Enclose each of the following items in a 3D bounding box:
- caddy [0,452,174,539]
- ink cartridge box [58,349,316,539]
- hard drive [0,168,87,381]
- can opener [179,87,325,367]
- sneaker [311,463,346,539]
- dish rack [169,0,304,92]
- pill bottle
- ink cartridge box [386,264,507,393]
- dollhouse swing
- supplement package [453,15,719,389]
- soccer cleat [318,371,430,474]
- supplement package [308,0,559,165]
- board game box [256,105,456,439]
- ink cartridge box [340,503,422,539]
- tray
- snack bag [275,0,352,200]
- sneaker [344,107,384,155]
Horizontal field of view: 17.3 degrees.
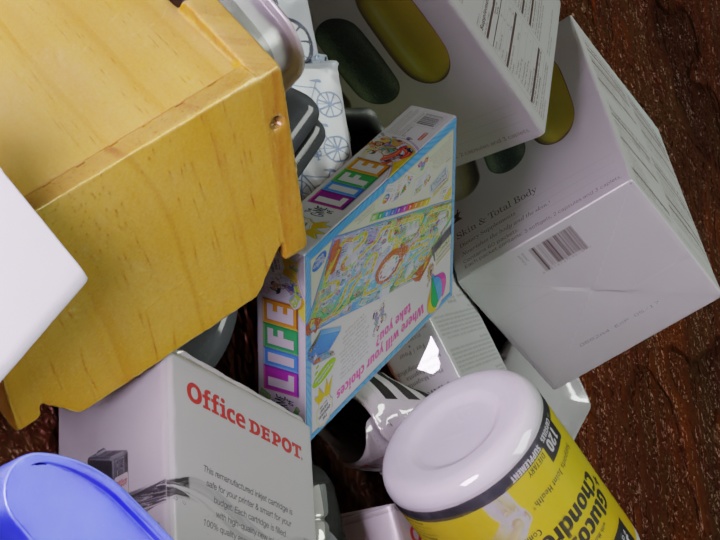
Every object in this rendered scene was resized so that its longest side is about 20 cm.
[{"bbox_3d":[-0.149,0.183,1.137,0.200,0.105,0.141,47,53,-6],"label":"caddy"},{"bbox_3d":[-0.093,0.164,1.307,0.144,0.083,0.201,34,46,-50],"label":"ink cartridge box"},{"bbox_3d":[-0.229,0.030,1.089,0.200,0.026,0.132,-51,124,-23],"label":"hard drive"},{"bbox_3d":[-0.072,-0.013,1.397,0.200,0.067,0.053,-56,159,-17],"label":"can opener"},{"bbox_3d":[-0.009,0.221,1.412,0.115,0.075,0.201,17,65,-32],"label":"sneaker"},{"bbox_3d":[-0.131,-0.156,1.346,0.200,0.172,0.044,49,59,-1],"label":"dish rack"},{"bbox_3d":[0.107,0.166,1.471,0.200,0.112,0.112,53,31,-28],"label":"pill bottle"},{"bbox_3d":[0.076,0.093,1.654,0.201,0.057,0.163,67,14,4],"label":"ink cartridge box"},{"bbox_3d":[-0.167,-0.062,1.265,0.200,0.176,0.182,-34,139,-26],"label":"dollhouse swing"},{"bbox_3d":[0.154,-0.052,1.798,0.151,0.151,0.200,46,20,-39],"label":"supplement package"},{"bbox_3d":[0.029,0.106,1.520,0.199,0.069,0.085,28,37,-5],"label":"soccer cleat"},{"bbox_3d":[0.024,-0.189,1.668,0.200,0.151,0.151,51,33,-34],"label":"supplement package"},{"bbox_3d":[0.000,0.000,1.464,0.200,0.034,0.135,-43,141,-50],"label":"board game box"},{"bbox_3d":[0.043,0.248,1.512,0.146,0.085,0.201,2,69,-63],"label":"ink cartridge box"},{"bbox_3d":[0.127,0.106,1.834,0.108,0.022,0.200,65,27,-14],"label":"tray"},{"bbox_3d":[-0.095,-0.128,1.471,0.188,0.021,0.201,1,70,-31],"label":"snack bag"},{"bbox_3d":[-0.056,-0.080,1.529,0.200,0.084,0.075,-18,89,-57],"label":"sneaker"}]
